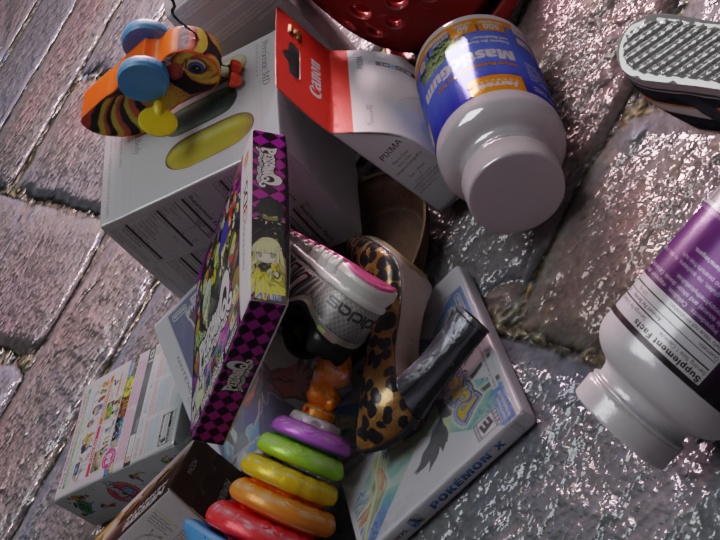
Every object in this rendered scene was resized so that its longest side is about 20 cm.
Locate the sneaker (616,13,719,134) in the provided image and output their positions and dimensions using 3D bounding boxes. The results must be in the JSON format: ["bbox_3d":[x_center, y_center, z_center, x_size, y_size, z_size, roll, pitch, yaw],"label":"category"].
[{"bbox_3d":[0.290,-0.137,1.037,0.199,0.079,0.079,23,85,34],"label":"sneaker"}]

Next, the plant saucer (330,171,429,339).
[{"bbox_3d":[0.000,0.000,1.340,0.200,0.037,0.201,-36,35,31],"label":"plant saucer"}]

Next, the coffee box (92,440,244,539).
[{"bbox_3d":[-0.194,0.259,1.290,0.200,0.080,0.113,-44,7,19],"label":"coffee box"}]

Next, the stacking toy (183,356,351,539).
[{"bbox_3d":[-0.051,0.156,1.172,0.116,0.109,0.201,10,76,60],"label":"stacking toy"}]

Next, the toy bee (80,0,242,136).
[{"bbox_3d":[-0.168,-0.177,1.294,0.200,0.108,0.132,-23,50,55],"label":"toy bee"}]

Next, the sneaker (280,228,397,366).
[{"bbox_3d":[-0.043,0.025,1.167,0.088,0.074,0.200,-59,27,-3],"label":"sneaker"}]

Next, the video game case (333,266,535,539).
[{"bbox_3d":[0.048,0.115,1.178,0.182,0.022,0.200,-45,33,18],"label":"video game case"}]

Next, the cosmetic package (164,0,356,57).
[{"bbox_3d":[-0.093,-0.234,1.407,0.106,0.200,0.090,-32,40,16],"label":"cosmetic package"}]

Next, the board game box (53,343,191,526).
[{"bbox_3d":[-0.221,0.161,1.470,0.199,0.064,0.148,-27,40,37],"label":"board game box"}]

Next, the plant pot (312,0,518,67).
[{"bbox_3d":[0.055,-0.308,1.406,0.200,0.182,0.201,-33,36,28],"label":"plant pot"}]

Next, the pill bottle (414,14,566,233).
[{"bbox_3d":[0.114,-0.125,1.225,0.112,0.112,0.201,-41,33,22],"label":"pill bottle"}]

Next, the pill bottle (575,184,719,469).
[{"bbox_3d":[0.232,0.029,0.915,0.200,0.112,0.113,-50,31,10],"label":"pill bottle"}]

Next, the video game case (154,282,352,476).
[{"bbox_3d":[-0.106,0.079,1.318,0.200,0.023,0.183,-42,63,36],"label":"video game case"}]

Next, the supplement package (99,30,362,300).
[{"bbox_3d":[-0.123,-0.094,1.364,0.199,0.151,0.153,-22,48,20],"label":"supplement package"}]

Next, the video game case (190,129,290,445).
[{"bbox_3d":[-0.102,0.016,1.188,0.200,0.036,0.182,117,158,-47],"label":"video game case"}]

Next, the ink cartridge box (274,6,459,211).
[{"bbox_3d":[0.011,-0.161,1.303,0.047,0.200,0.161,-42,27,24],"label":"ink cartridge box"}]

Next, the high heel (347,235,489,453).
[{"bbox_3d":[0.006,0.056,1.192,0.143,0.071,0.200,-51,40,3],"label":"high heel"}]

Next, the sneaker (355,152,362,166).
[{"bbox_3d":[-0.049,-0.153,1.512,0.199,0.075,0.114,-13,48,46],"label":"sneaker"}]
